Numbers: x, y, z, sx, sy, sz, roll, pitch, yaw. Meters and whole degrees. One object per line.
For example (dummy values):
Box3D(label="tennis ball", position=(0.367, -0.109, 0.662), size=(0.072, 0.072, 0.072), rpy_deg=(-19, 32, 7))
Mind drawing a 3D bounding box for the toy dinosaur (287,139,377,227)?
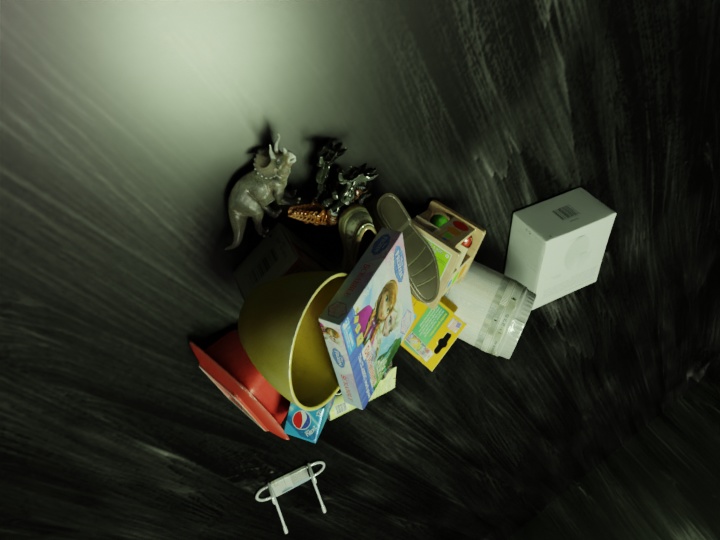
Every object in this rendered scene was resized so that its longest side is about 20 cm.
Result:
Box3D(label="toy dinosaur", position=(-0.038, -0.119, 0.899), size=(0.100, 0.201, 0.138), rpy_deg=(25, 126, 4))

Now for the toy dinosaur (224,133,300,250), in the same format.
Box3D(label="toy dinosaur", position=(-0.161, -0.120, 0.874), size=(0.199, 0.078, 0.102), rpy_deg=(-40, 119, 19))

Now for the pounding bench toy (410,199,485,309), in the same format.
Box3D(label="pounding bench toy", position=(0.114, -0.057, 1.059), size=(0.155, 0.198, 0.127), rpy_deg=(-33, 151, -51))

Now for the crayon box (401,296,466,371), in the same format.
Box3D(label="crayon box", position=(0.106, 0.086, 1.116), size=(0.127, 0.199, 0.051), rpy_deg=(-55, 168, 20))

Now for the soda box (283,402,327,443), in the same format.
Box3D(label="soda box", position=(-0.087, 0.247, 1.046), size=(0.062, 0.200, 0.070), rpy_deg=(15, 98, 5))

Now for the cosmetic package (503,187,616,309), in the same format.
Box3D(label="cosmetic package", position=(0.449, -0.050, 1.266), size=(0.194, 0.124, 0.204), rpy_deg=(-20, 132, -17))

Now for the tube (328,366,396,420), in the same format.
Box3D(label="tube", position=(0.002, 0.296, 1.329), size=(0.195, 0.053, 0.058), rpy_deg=(-21, 176, -21))

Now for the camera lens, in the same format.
Box3D(label="camera lens", position=(0.253, 0.075, 1.170), size=(0.162, 0.196, 0.162), rpy_deg=(-56, 162, -29))

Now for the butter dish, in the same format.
Box3D(label="butter dish", position=(-0.191, 0.184, 1.039), size=(0.148, 0.197, 0.202), rpy_deg=(-47, 140, -22))

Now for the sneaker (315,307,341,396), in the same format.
Box3D(label="sneaker", position=(-0.044, 0.141, 0.977), size=(0.076, 0.090, 0.204), rpy_deg=(-18, 131, -16))

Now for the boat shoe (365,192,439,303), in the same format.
Box3D(label="boat shoe", position=(0.073, -0.038, 0.961), size=(0.071, 0.068, 0.204), rpy_deg=(-29, 99, -26))

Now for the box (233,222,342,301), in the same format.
Box3D(label="box", position=(-0.109, 0.034, 0.993), size=(0.128, 0.110, 0.199), rpy_deg=(-44, 135, 8))

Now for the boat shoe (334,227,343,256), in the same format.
Box3D(label="boat shoe", position=(0.002, 0.000, 1.021), size=(0.066, 0.073, 0.204), rpy_deg=(-37, 123, -36))

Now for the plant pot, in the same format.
Box3D(label="plant pot", position=(-0.103, 0.089, 0.837), size=(0.199, 0.138, 0.206), rpy_deg=(-37, 134, -51))

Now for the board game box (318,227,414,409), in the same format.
Box3D(label="board game box", position=(0.019, 0.076, 0.869), size=(0.201, 0.040, 0.203), rpy_deg=(-55, 147, -35))

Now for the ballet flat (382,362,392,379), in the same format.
Box3D(label="ballet flat", position=(0.039, 0.161, 1.233), size=(0.070, 0.072, 0.204), rpy_deg=(-22, 134, -14))

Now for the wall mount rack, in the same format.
Box3D(label="wall mount rack", position=(-0.167, 0.589, 1.438), size=(0.195, 0.075, 0.177), rpy_deg=(-22, 134, -14))

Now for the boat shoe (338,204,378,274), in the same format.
Box3D(label="boat shoe", position=(0.007, -0.013, 0.926), size=(0.072, 0.063, 0.203), rpy_deg=(-27, 136, -11))
